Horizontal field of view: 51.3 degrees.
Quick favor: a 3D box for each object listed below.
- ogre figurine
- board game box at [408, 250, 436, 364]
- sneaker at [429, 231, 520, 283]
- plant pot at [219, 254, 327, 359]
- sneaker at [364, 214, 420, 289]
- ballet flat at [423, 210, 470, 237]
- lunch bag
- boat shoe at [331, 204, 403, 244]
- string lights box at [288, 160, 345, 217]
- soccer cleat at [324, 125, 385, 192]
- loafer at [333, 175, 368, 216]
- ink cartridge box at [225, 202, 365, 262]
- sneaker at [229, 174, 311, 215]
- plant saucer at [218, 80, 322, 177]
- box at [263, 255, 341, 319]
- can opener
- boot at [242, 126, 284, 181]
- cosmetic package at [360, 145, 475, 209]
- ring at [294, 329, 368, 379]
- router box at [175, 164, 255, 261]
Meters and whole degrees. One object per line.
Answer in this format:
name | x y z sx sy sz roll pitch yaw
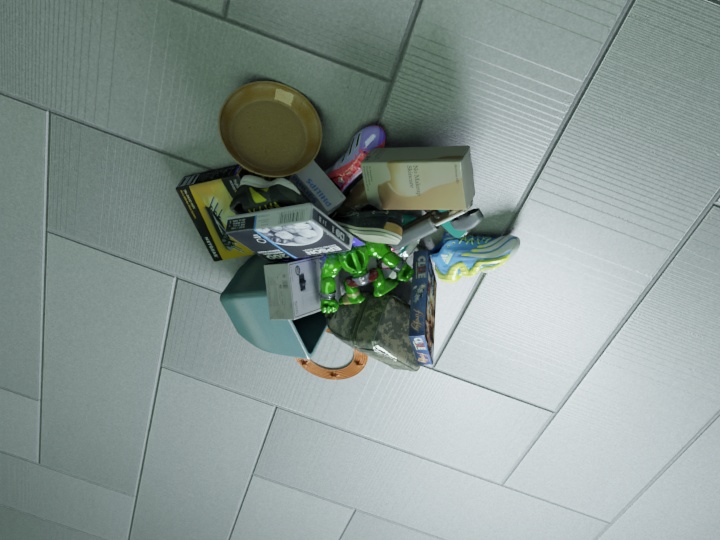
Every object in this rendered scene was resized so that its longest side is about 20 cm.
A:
ogre figurine | 0.000 0.000 1.528 0.198 0.098 0.121 -14 114 15
board game box | 0.133 0.079 1.582 0.034 0.201 0.136 -2 149 13
sneaker | 0.229 -0.043 1.568 0.199 0.076 0.105 -27 117 30
plant pot | -0.194 0.063 1.683 0.198 0.196 0.197 -3 128 28
sneaker | 0.042 -0.048 1.599 0.120 0.084 0.201 24 122 -12
ballet flat | 0.145 -0.146 1.504 0.200 0.068 0.068 45 126 -7
lunch bag | 0.036 0.131 1.679 0.167 0.140 0.200 2 159 42
boat shoe | 0.014 -0.092 1.436 0.074 0.063 0.199 21 174 -35
string lights box | -0.116 -0.121 1.512 0.103 0.059 0.200 49 145 4
soccer cleat | -0.021 -0.207 1.495 0.067 0.077 0.200 37 127 -18
loafer | 0.008 -0.143 1.544 0.076 0.068 0.200 35 127 -15
ink cartridge box | -0.122 -0.060 1.438 0.197 0.044 0.200 -7 157 30
sneaker | -0.173 -0.126 1.432 0.199 0.085 0.074 12 155 46
plant saucer | -0.173 -0.264 1.430 0.199 0.201 0.035 25 157 -7
box | -0.116 0.030 1.559 0.060 0.200 0.118 -3 97 28
can opener | 0.148 -0.081 1.468 0.199 0.053 0.067 -27 106 38
boot | -0.178 -0.208 1.532 0.075 0.107 0.200 32 159 14
cosmetic package | 0.109 -0.174 1.413 0.198 0.071 0.106 1 122 25
ring | -0.079 0.204 1.868 0.199 0.019 0.202 7 129 8
router box | -0.286 -0.123 1.637 0.156 0.052 0.201 -10 125 20
